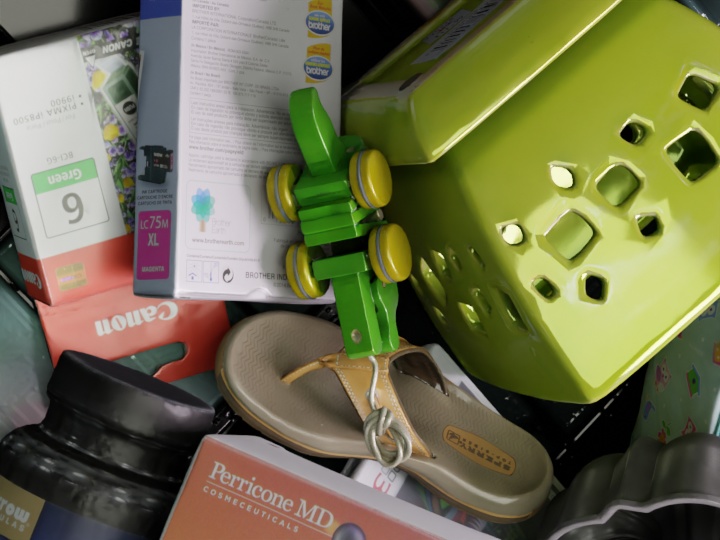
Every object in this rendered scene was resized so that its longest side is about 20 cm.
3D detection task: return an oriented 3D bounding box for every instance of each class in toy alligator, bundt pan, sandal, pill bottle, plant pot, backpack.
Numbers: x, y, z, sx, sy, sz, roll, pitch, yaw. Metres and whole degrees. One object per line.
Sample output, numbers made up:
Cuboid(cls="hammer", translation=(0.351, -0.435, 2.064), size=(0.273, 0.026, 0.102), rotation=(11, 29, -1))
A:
Cuboid(cls="toy alligator", translation=(0.000, 0.000, 1.396), size=(0.059, 0.054, 0.200), rotation=(-11, 100, 23))
Cuboid(cls="bundt pan", translation=(0.186, 0.160, 1.458), size=(0.202, 0.202, 0.076), rotation=(33, 43, -20))
Cuboid(cls="sandal", translation=(0.020, 0.070, 1.436), size=(0.200, 0.054, 0.080), rotation=(25, 51, -10))
Cuboid(cls="pill bottle", translation=(-0.150, 0.148, 1.382), size=(0.112, 0.112, 0.200), rotation=(21, 92, -21))
Cuboid(cls="plant pot", translation=(0.107, -0.065, 1.434), size=(0.200, 0.199, 0.182), rotation=(-40, 102, -12))
Cuboid(cls="backpack", translation=(0.231, 0.053, 1.523), size=(0.127, 0.167, 0.200), rotation=(9, 106, -9))

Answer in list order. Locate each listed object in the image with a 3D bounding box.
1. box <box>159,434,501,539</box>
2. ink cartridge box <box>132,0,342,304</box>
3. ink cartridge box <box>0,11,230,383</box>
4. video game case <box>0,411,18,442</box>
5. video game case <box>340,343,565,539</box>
Cuboid(cls="box", translation=(-0.037, 0.200, 1.335), size=(0.152, 0.106, 0.200), rotation=(22, 91, 13))
Cuboid(cls="ink cartridge box", translation=(-0.062, -0.083, 1.404), size=(0.119, 0.042, 0.200), rotation=(3, 89, -47))
Cuboid(cls="ink cartridge box", translation=(-0.127, -0.030, 1.425), size=(0.109, 0.050, 0.200), rotation=(-17, 101, -19))
Cuboid(cls="video game case", translation=(-0.277, 0.113, 1.403), size=(0.182, 0.022, 0.200), rotation=(-46, 108, -10))
Cuboid(cls="video game case", translation=(0.062, 0.170, 1.485), size=(0.200, 0.023, 0.182), rotation=(49, 47, -18))
